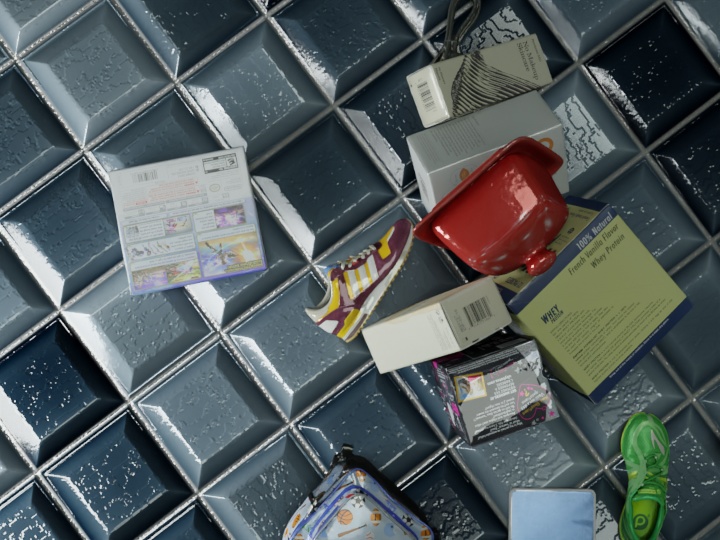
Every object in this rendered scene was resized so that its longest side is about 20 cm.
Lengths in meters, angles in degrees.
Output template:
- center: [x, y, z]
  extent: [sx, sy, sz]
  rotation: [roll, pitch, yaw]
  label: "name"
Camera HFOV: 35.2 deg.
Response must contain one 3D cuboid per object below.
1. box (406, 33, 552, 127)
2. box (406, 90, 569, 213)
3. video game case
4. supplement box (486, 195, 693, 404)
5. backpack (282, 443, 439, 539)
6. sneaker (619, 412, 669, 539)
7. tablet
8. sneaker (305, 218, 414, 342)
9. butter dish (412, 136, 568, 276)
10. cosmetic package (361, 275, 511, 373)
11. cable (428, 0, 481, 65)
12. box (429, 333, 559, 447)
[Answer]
- center: [0.171, -0.271, 1.614]
  extent: [0.200, 0.068, 0.082]
  rotation: [-23, 94, -29]
  label: "box"
- center: [0.182, -0.151, 1.610]
  extent: [0.200, 0.098, 0.125]
  rotation: [-20, 133, -4]
  label: "box"
- center: [-0.247, -0.071, 1.639]
  extent: [0.199, 0.045, 0.182]
  rotation: [-11, 87, -3]
  label: "video game case"
- center: [0.312, 0.037, 1.597]
  extent: [0.200, 0.134, 0.200]
  rotation: [-45, 105, -4]
  label: "supplement box"
- center: [-0.012, 0.383, 1.590]
  extent: [0.200, 0.154, 0.191]
  rotation: [43, 97, -4]
  label: "backpack"
- center: [0.417, 0.306, 1.640]
  extent: [0.074, 0.084, 0.201]
  rotation: [2, 87, -2]
  label: "sneaker"
- center: [0.280, 0.420, 1.664]
  extent: [0.130, 0.014, 0.201]
  rotation: [1, 87, -2]
  label: "tablet"
- center: [0.000, 0.000, 1.634]
  extent: [0.090, 0.075, 0.200]
  rotation: [31, 86, -7]
  label: "sneaker"
- center: [0.202, -0.058, 1.501]
  extent: [0.199, 0.200, 0.148]
  rotation: [-41, 70, 16]
  label: "butter dish"
- center: [0.102, 0.077, 1.563]
  extent: [0.103, 0.200, 0.073]
  rotation: [-25, 91, -35]
  label: "cosmetic package"
- center: [0.133, -0.315, 1.679]
  extent: [0.097, 0.050, 0.201]
  rotation: [1, 76, 8]
  label: "cable"
- center: [0.183, 0.163, 1.575]
  extent: [0.132, 0.200, 0.115]
  rotation: [-18, 91, -3]
  label: "box"
